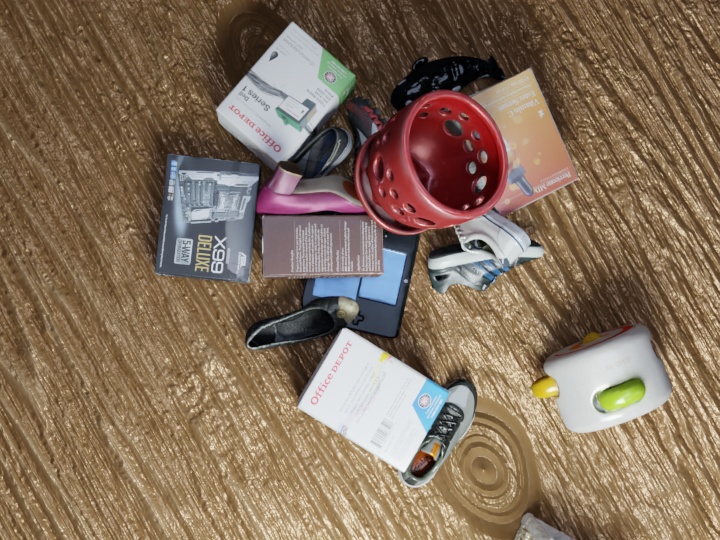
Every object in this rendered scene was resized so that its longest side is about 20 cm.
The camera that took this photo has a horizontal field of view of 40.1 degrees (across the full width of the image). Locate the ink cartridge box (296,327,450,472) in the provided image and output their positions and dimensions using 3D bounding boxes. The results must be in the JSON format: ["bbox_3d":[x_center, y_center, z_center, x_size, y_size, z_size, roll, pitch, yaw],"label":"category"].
[{"bbox_3d":[0.016,0.204,1.591,0.199,0.145,0.148,32,84,0],"label":"ink cartridge box"}]

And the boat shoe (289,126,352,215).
[{"bbox_3d":[-0.095,-0.161,1.635,0.200,0.066,0.070,-42,72,9],"label":"boat shoe"}]

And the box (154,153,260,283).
[{"bbox_3d":[-0.253,-0.084,1.648,0.156,0.050,0.202,6,85,-3],"label":"box"}]

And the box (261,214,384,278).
[{"bbox_3d":[-0.063,-0.038,1.615,0.198,0.075,0.101,0,86,-7],"label":"box"}]

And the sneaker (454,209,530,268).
[{"bbox_3d":[0.184,-0.071,1.618,0.071,0.073,0.200,-44,47,-13],"label":"sneaker"}]

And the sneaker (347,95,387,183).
[{"bbox_3d":[0.017,-0.193,1.662,0.097,0.071,0.202,-27,89,-7],"label":"sneaker"}]

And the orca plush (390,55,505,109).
[{"bbox_3d":[0.150,-0.323,1.680,0.198,0.071,0.106,-5,86,-4],"label":"orca plush"}]

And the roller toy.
[{"bbox_3d":[0.395,0.168,1.600,0.182,0.199,0.141,-19,86,-40],"label":"roller toy"}]

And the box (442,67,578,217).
[{"bbox_3d":[0.245,-0.209,1.646,0.151,0.106,0.201,-26,95,-5],"label":"box"}]

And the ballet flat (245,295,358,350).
[{"bbox_3d":[-0.095,0.094,1.617,0.198,0.057,0.067,-19,108,11],"label":"ballet flat"}]

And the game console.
[{"bbox_3d":[0.000,0.000,1.666,0.175,0.031,0.202,13,85,-2],"label":"game console"}]

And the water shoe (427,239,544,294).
[{"bbox_3d":[0.212,-0.008,1.670,0.198,0.072,0.080,-6,109,-2],"label":"water shoe"}]

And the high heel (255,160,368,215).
[{"bbox_3d":[-0.070,-0.109,1.610,0.199,0.068,0.096,21,123,-22],"label":"high heel"}]

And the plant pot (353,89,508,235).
[{"bbox_3d":[0.103,-0.159,1.540,0.199,0.182,0.203,6,77,-28],"label":"plant pot"}]

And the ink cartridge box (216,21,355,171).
[{"bbox_3d":[-0.125,-0.286,1.655,0.146,0.084,0.200,39,84,1],"label":"ink cartridge box"}]

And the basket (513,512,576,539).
[{"bbox_3d":[0.326,0.516,1.561,0.199,0.198,0.162,29,88,-1],"label":"basket"}]

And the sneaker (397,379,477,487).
[{"bbox_3d":[0.134,0.272,1.627,0.074,0.079,0.201,32,83,2],"label":"sneaker"}]
